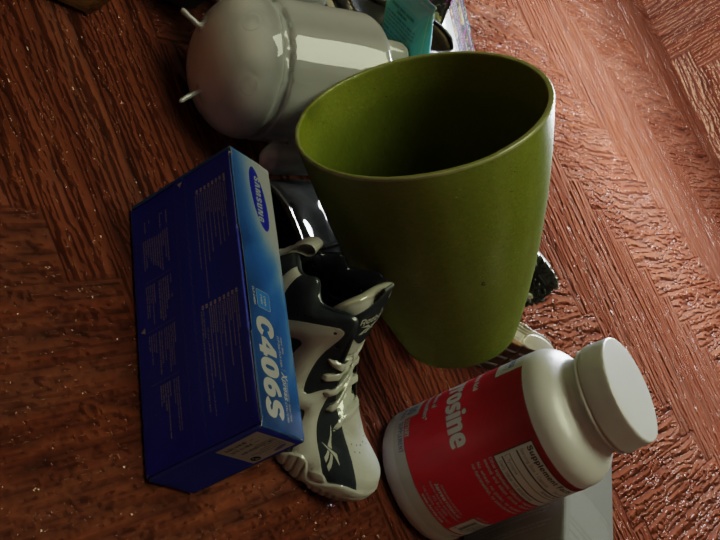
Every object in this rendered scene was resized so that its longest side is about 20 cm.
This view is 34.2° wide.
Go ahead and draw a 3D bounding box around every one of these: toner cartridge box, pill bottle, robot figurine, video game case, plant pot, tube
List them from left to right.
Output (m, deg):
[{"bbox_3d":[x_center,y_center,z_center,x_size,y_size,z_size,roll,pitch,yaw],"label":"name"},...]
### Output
[{"bbox_3d":[-0.095,0.029,0.745,0.043,0.095,0.201,31,41,-48],"label":"toner cartridge box"},{"bbox_3d":[-0.054,-0.157,0.934,0.199,0.113,0.171,3,73,-34],"label":"robot figurine"},{"bbox_3d":[0.033,-0.155,1.030,0.050,0.201,0.077,-17,43,-27],"label":"tube"},{"bbox_3d":[0.063,-0.032,0.882,0.188,0.186,0.201,-75,157,-53],"label":"plant pot"},{"bbox_3d":[0.106,-0.203,1.307,0.182,0.036,0.201,-70,148,-56],"label":"video game case"},{"bbox_3d":[0.125,0.131,0.924,0.112,0.199,0.113,42,33,-35],"label":"pill bottle"}]

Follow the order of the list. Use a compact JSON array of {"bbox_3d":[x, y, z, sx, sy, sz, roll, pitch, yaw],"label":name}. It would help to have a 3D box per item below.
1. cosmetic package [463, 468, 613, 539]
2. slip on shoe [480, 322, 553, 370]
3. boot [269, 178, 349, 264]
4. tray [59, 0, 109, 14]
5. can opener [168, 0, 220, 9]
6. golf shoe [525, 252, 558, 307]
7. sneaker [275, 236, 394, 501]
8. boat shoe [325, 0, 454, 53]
[{"bbox_3d":[0.156,0.207,1.015,0.090,0.106,0.200,51,31,-20],"label":"cosmetic package"},{"bbox_3d":[0.122,0.050,1.135,0.199,0.076,0.061,23,58,-42],"label":"slip on shoe"},{"bbox_3d":[-0.001,0.002,0.964,0.183,0.072,0.200,64,25,4],"label":"boot"},{"bbox_3d":[-0.241,-0.291,0.845,0.098,0.037,0.201,14,54,-57],"label":"tray"},{"bbox_3d":[-0.166,-0.275,0.895,0.200,0.066,0.053,52,15,-43],"label":"can opener"},{"bbox_3d":[0.113,-0.037,1.146,0.199,0.077,0.088,30,39,-21],"label":"golf shoe"},{"bbox_3d":[-0.015,0.063,0.816,0.200,0.129,0.079,60,28,-5],"label":"sneaker"},{"bbox_3d":[0.030,-0.224,1.084,0.200,0.060,0.074,18,51,-63],"label":"boat shoe"}]
